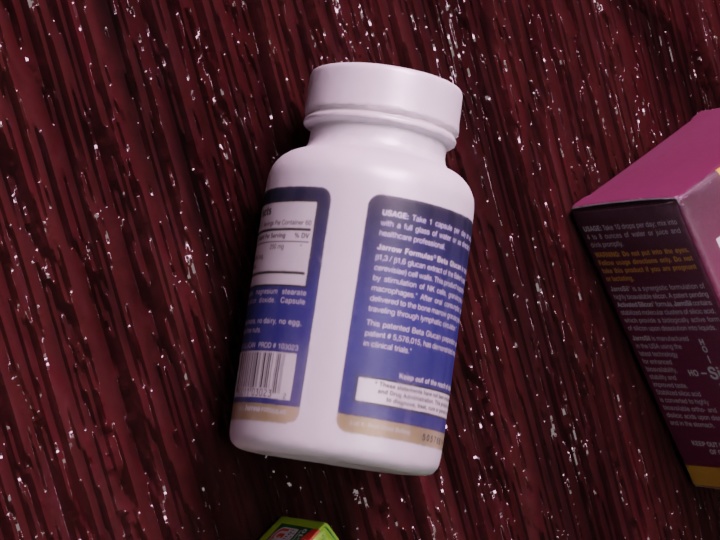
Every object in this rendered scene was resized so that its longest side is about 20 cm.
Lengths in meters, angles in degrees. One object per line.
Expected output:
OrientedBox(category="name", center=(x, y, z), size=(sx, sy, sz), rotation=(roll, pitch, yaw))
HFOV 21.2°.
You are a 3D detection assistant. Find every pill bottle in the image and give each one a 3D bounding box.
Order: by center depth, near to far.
OrientedBox(category="pill bottle", center=(0.000, 0.000, 0.996), size=(0.111, 0.111, 0.201), rotation=(13, 82, -32))

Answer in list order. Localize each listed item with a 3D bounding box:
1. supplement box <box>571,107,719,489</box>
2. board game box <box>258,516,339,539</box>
OrientedBox(category="supplement box", center=(0.236, 0.016, 1.155), size=(0.131, 0.103, 0.201), rotation=(-34, 106, -28))
OrientedBox(category="board game box", center=(-0.009, 0.240, 1.020), size=(0.102, 0.048, 0.200), rotation=(-44, 111, -26))
